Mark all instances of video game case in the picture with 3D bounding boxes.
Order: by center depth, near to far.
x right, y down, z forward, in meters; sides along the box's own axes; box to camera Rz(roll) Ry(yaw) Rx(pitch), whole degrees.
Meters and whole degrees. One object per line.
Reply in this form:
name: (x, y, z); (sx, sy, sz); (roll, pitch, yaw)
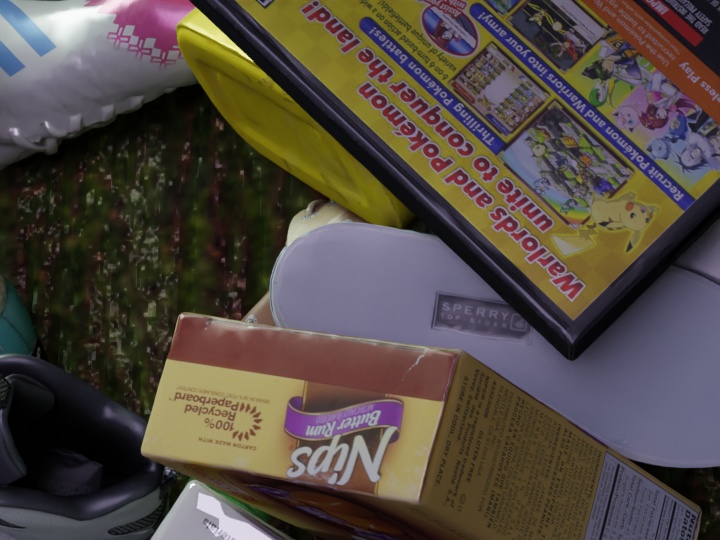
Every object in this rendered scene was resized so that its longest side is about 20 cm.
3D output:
video game case: (0.067, -0.098, 0.847); (0.181, 0.026, 0.200); (-43, 74, -10)

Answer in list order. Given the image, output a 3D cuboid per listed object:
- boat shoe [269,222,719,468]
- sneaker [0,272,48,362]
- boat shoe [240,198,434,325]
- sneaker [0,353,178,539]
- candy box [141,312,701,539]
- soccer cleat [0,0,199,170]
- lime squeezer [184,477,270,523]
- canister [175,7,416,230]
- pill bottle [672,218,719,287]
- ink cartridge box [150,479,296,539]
boat shoe: (0.065, 0.026, 0.883); (0.198, 0.068, 0.074); (8, 92, 3)
sneaker: (-0.211, 0.017, 1.024); (0.199, 0.080, 0.071); (19, 60, 43)
boat shoe: (0.000, 0.000, 0.959); (0.074, 0.076, 0.200); (36, 85, 27)
sneaker: (-0.165, 0.064, 0.917); (0.199, 0.140, 0.078); (6, 67, -11)
candy box: (0.028, 0.075, 0.846); (0.116, 0.200, 0.057); (7, 73, 34)
soccer cleat: (-0.124, -0.083, 1.034); (0.199, 0.070, 0.087); (5, 86, 24)
lime squeezer: (-0.066, 0.113, 0.932); (0.038, 0.071, 0.201); (33, 123, 22)
canister: (0.040, -0.119, 0.936); (0.200, 0.087, 0.148); (-43, 39, -12)
pill bottle: (0.187, -0.072, 0.900); (0.112, 0.112, 0.201); (24, 81, 23)
ink cartridge box: (-0.066, 0.194, 0.879); (0.084, 0.145, 0.200); (32, 85, 23)
